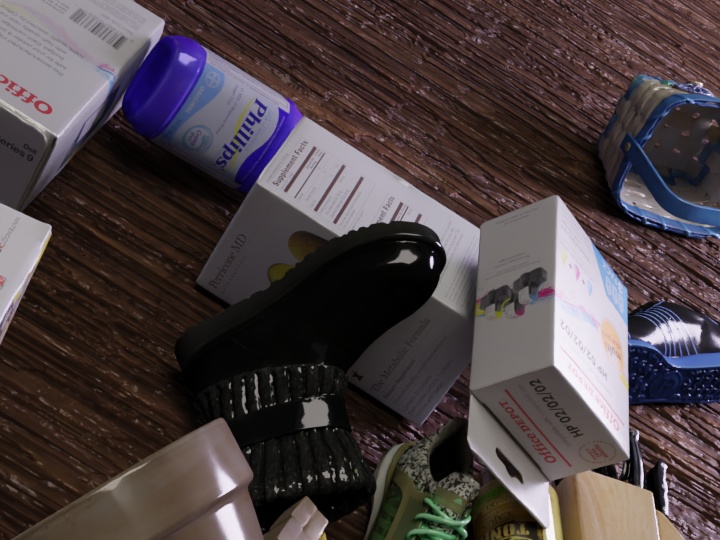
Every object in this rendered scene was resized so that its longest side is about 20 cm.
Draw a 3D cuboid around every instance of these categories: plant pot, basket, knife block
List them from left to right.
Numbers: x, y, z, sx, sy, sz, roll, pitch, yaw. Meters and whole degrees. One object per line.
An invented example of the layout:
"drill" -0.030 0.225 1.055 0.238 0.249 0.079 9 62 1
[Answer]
"plant pot" -0.117 0.204 0.909 0.200 0.200 0.174 -26 84 -49
"knife block" 0.158 0.187 1.215 0.200 0.064 0.176 -21 63 -47
"basket" 0.318 -0.093 1.578 0.176 0.139 0.200 13 32 -28

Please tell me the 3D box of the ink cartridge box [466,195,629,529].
"ink cartridge box" 0.133 0.063 1.170 0.115 0.068 0.200 48 35 -36

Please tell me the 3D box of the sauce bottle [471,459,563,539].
"sauce bottle" 0.111 0.219 1.143 0.065 0.065 0.200 20 38 -19

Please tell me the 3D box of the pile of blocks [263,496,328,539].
"pile of blocks" -0.033 0.240 1.022 0.082 0.062 0.200 23 45 -35

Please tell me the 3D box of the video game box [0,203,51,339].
"video game box" -0.242 0.086 0.909 0.047 0.200 0.182 28 37 -6

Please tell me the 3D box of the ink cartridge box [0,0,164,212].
"ink cartridge box" -0.256 -0.152 1.253 0.145 0.088 0.200 32 35 -3

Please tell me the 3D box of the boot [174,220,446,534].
"boot" -0.016 0.076 1.121 0.079 0.211 0.158 50 12 -50

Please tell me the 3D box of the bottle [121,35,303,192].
"bottle" -0.087 -0.104 1.323 0.200 0.084 0.065 31 8 -30

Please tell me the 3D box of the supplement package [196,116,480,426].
"supplement package" 0.000 0.000 1.258 0.200 0.114 0.110 32 36 -2

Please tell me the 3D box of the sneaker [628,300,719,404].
"sneaker" 0.235 0.063 1.411 0.200 0.070 0.078 11 39 -38

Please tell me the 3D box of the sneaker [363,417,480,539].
"sneaker" 0.043 0.171 1.124 0.077 0.089 0.200 24 39 -14
